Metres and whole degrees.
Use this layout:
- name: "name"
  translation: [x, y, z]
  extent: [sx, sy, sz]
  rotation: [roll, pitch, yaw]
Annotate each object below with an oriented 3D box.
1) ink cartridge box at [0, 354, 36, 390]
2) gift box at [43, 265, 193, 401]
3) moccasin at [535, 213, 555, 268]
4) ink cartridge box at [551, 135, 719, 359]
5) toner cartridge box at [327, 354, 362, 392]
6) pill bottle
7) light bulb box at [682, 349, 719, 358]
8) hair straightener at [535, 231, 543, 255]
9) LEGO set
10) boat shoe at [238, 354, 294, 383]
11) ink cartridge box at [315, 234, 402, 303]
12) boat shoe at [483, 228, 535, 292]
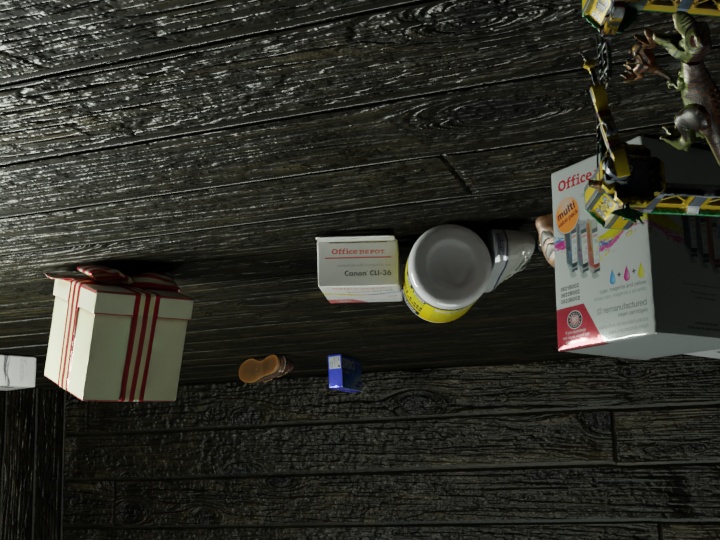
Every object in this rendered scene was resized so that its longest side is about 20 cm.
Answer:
- name: "ink cartridge box"
  translation: [-0.969, 0.265, 2.526]
  extent: [0.144, 0.086, 0.199]
  rotation: [-11, 168, 38]
- name: "gift box"
  translation: [-0.386, 0.088, 1.496]
  extent: [0.183, 0.189, 0.199]
  rotation: [7, -174, -44]
- name: "moccasin"
  translation: [0.290, -0.056, 1.158]
  extent: [0.199, 0.078, 0.074]
  rotation: [-14, 159, -26]
- name: "ink cartridge box"
  translation: [0.300, -0.018, 1.019]
  extent: [0.143, 0.203, 0.145]
  rotation: [7, 165, -29]
- name: "toner cartridge box"
  translation: [-0.043, 0.302, 2.829]
  extent: [0.043, 0.096, 0.200]
  rotation: [-5, 169, 16]
- name: "pill bottle"
  translation: [0.115, 0.012, 1.356]
  extent: [0.111, 0.114, 0.200]
  rotation: [-1, 168, -2]
- name: "light bulb box"
  translation: [0.449, 0.000, 1.130]
  extent: [0.199, 0.201, 0.124]
  rotation: [10, 166, -43]
- name: "hair straightener"
  translation: [0.264, -0.018, 1.243]
  extent: [0.076, 0.041, 0.200]
  rotation: [2, -164, -12]
- name: "LEGO set"
  translation: [0.198, -0.120, 0.538]
  extent: [0.152, 0.202, 0.116]
  rotation: [11, 161, 2]
- name: "boat shoe"
  translation: [-0.268, 0.284, 2.763]
  extent: [0.070, 0.071, 0.199]
  rotation: [13, 162, -40]
- name: "ink cartridge box"
  translation: [0.000, 0.000, 1.393]
  extent: [0.115, 0.068, 0.200]
  rotation: [-2, 169, 5]
- name: "boat shoe"
  translation: [0.203, -0.016, 1.358]
  extent: [0.069, 0.072, 0.200]
  rotation: [-4, 165, -3]
